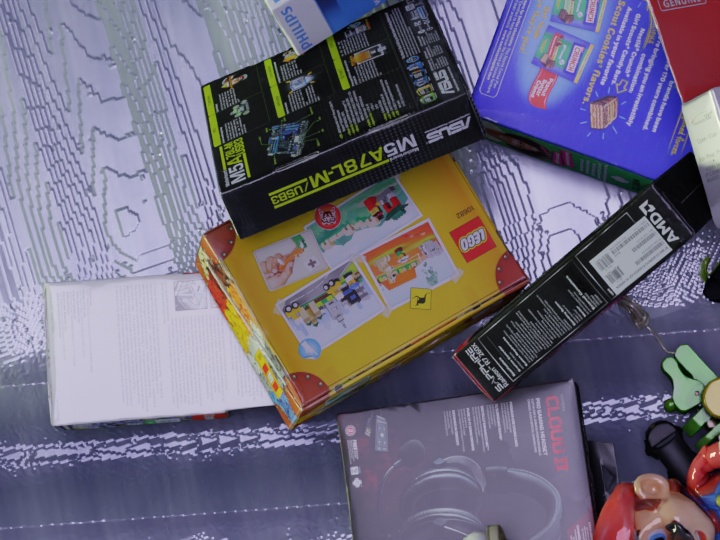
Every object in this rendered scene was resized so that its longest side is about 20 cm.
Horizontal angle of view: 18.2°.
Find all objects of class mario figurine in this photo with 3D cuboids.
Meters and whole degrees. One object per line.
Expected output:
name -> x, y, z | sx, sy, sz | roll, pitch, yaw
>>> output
mario figurine -> 0.258, 0.179, 1.569 | 0.198, 0.106, 0.124 | -21, 80, -1

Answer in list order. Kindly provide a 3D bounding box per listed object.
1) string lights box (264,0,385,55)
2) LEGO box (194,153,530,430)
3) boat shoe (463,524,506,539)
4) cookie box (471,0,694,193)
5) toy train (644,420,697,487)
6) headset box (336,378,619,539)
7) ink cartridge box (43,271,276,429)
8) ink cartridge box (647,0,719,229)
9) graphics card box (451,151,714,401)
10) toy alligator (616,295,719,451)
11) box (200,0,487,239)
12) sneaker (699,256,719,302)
string lights box -> 0.009, -0.262, 1.709 | 0.199, 0.059, 0.103 | -32, 51, 1
LEGO box -> 0.000, 0.000, 1.657 | 0.199, 0.077, 0.150 | -28, 81, -14
boat shoe -> 0.085, 0.273, 1.584 | 0.068, 0.075, 0.202 | -6, 114, 8
cookie box -> 0.201, -0.154, 1.681 | 0.198, 0.075, 0.172 | 20, 85, 9
toy train -> 0.274, 0.192, 1.640 | 0.034, 0.046, 0.201 | -37, 80, 1
headset box -> 0.092, 0.166, 1.651 | 0.198, 0.077, 0.150 | -8, 82, 7
ink cartridge box -> -0.137, 0.059, 1.703 | 0.198, 0.050, 0.110 | -4, 81, -2
ink cartridge box -> 0.314, -0.134, 1.594 | 0.199, 0.045, 0.178 | -13, 83, -29
graphics card box -> 0.166, 0.004, 1.604 | 0.200, 0.125, 0.051 | -43, 85, 24
toy alligator -> 0.251, 0.100, 1.648 | 0.200, 0.059, 0.054 | 40, 87, 9
box -> -0.018, -0.117, 1.650 | 0.192, 0.200, 0.048 | -25, 118, 3
sneaker -> 0.320, 0.068, 1.649 | 0.083, 0.072, 0.201 | -35, 73, 13
